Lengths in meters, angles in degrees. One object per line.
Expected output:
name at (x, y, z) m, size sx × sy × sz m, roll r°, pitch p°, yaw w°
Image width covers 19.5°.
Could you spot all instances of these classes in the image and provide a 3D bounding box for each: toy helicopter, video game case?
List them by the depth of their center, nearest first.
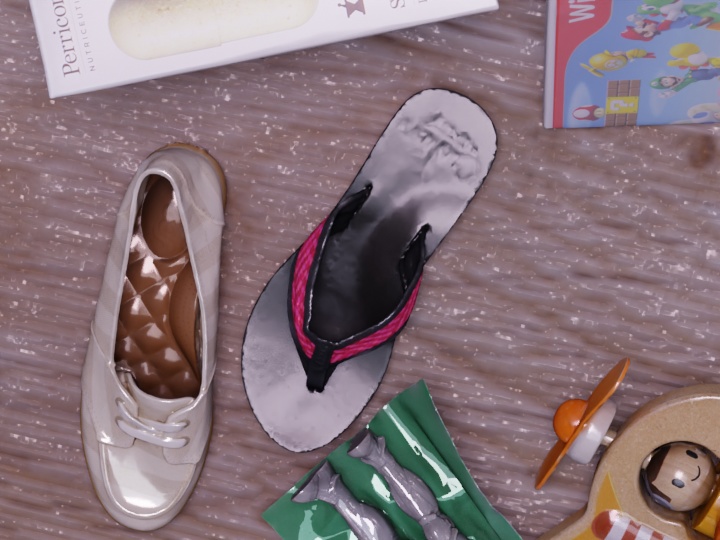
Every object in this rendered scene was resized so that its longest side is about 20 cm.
video game case at (0.186, -0.108, 0.969) m, size 0.199 × 0.143 × 0.017 m, roll -2°, pitch 66°, yaw 3°
toy helicopter at (0.120, 0.122, 1.041) m, size 0.200 × 0.079 × 0.132 m, roll -34°, pitch 103°, yaw 20°

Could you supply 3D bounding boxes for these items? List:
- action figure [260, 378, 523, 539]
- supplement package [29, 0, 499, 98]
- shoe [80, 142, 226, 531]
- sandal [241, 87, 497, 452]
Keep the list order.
action figure at (0.055, 0.164, 1.030) m, size 0.200 × 0.055 × 0.118 m, roll 46°, pitch 118°, yaw -4°
supplement package at (-0.049, -0.175, 0.956) m, size 0.199 × 0.151 × 0.152 m, roll -11°, pitch 99°, yaw 4°
shoe at (-0.106, 0.037, 1.044) m, size 0.070 × 0.053 × 0.201 m, roll 7°, pitch 100°, yaw 2°
sandal at (0.000, 0.000, 1.037) m, size 0.075 × 0.045 × 0.200 m, roll 29°, pitch 100°, yaw -3°
